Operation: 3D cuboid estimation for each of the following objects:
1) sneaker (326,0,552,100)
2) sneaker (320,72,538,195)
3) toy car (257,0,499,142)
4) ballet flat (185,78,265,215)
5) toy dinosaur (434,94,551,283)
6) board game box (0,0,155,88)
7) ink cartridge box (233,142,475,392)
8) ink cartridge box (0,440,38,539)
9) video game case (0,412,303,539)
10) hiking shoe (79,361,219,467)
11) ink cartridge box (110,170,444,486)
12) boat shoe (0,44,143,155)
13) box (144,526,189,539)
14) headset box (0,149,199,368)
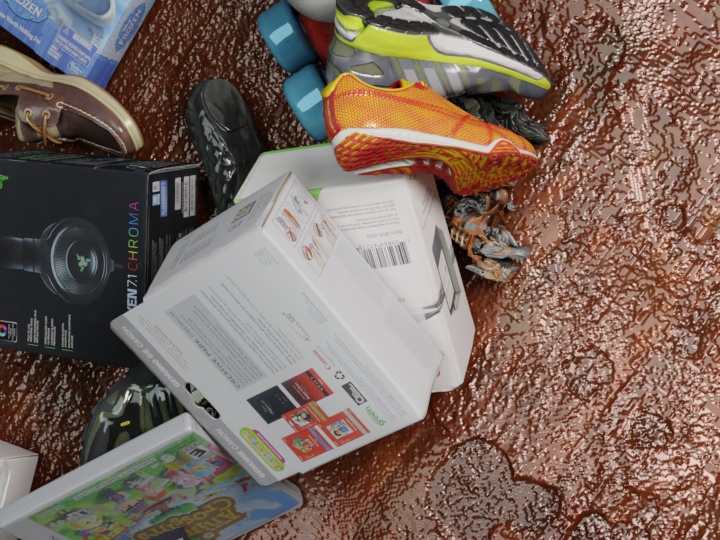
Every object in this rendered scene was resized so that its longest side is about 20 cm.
[{"bbox_3d":[0.059,-0.160,1.097,0.081,0.198,0.074,-62,30,34],"label":"sneaker"},{"bbox_3d":[0.058,-0.106,1.048,0.073,0.199,0.078,-34,57,39],"label":"sneaker"},{"bbox_3d":[-0.018,-0.245,1.138,0.183,0.200,0.178,-30,49,10],"label":"toy car"},{"bbox_3d":[-0.108,-0.077,1.271,0.066,0.057,0.202,-13,83,-25],"label":"ballet flat"},{"bbox_3d":[0.076,-0.087,1.182,0.200,0.102,0.136,42,117,-2],"label":"toy dinosaur"},{"bbox_3d":[-0.275,-0.307,1.335,0.199,0.043,0.200,35,98,17],"label":"board game box"},{"bbox_3d":[0.000,0.000,1.154,0.144,0.084,0.202,-6,122,19],"label":"ink cartridge box"},{"bbox_3d":[-0.407,0.215,1.313,0.198,0.125,0.130,16,93,19],"label":"ink cartridge box"},{"bbox_3d":[-0.177,0.205,1.211,0.199,0.182,0.022,-28,51,15],"label":"video game case"},{"bbox_3d":[-0.152,0.119,1.187,0.101,0.076,0.200,42,91,21],"label":"hiking shoe"},{"bbox_3d":[-0.066,0.053,1.104,0.175,0.084,0.200,-28,113,31],"label":"ink cartridge box"},{"bbox_3d":[-0.290,-0.143,1.305,0.199,0.072,0.072,27,64,22],"label":"boat shoe"},{"bbox_3d":[-0.195,0.364,1.206,0.200,0.123,0.200,-43,71,34],"label":"box"},{"bbox_3d":[-0.253,-0.015,1.270,0.198,0.093,0.176,7,101,23],"label":"headset box"}]
